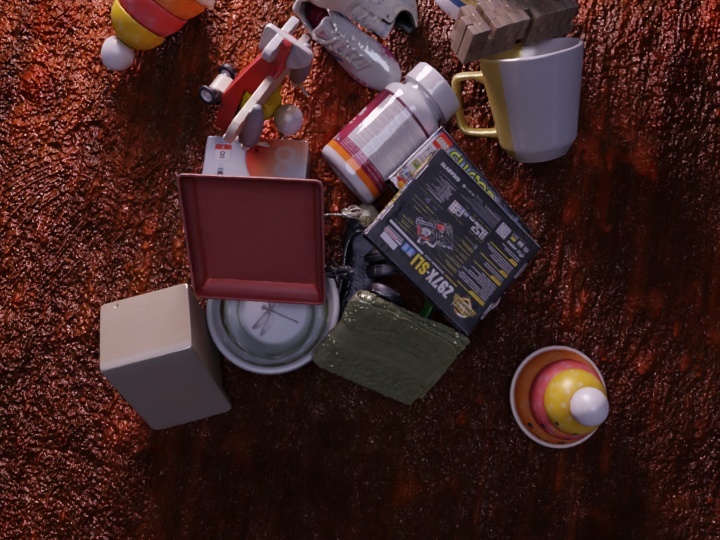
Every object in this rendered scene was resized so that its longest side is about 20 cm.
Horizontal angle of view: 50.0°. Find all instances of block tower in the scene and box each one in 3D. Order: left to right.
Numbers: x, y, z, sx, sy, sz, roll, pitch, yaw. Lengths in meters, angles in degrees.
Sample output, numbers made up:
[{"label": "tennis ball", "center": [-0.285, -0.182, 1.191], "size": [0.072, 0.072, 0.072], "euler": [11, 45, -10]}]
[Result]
[{"label": "block tower", "center": [0.218, -0.353, 1.092], "size": [0.197, 0.058, 0.055], "euler": [-21, 65, -24]}]

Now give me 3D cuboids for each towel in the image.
[{"label": "towel", "center": [0.042, 0.112, 1.090], "size": [0.197, 0.037, 0.149], "euler": [23, 121, -24]}]

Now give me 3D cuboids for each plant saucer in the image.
[{"label": "plant saucer", "center": [-0.144, -0.047, 1.073], "size": [0.194, 0.037, 0.204], "euler": [3, 124, 4]}, {"label": "plant saucer", "center": [-0.127, 0.059, 1.142], "size": [0.195, 0.050, 0.205], "euler": [-1, 68, 1]}]

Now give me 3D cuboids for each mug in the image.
[{"label": "mug", "center": [0.244, -0.248, 1.136], "size": [0.147, 0.186, 0.156], "euler": [-22, 115, -25]}]

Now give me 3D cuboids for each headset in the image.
[{"label": "headset", "center": [0.039, 0.018, 1.104], "size": [0.196, 0.093, 0.127], "euler": [12, 82, -30]}]

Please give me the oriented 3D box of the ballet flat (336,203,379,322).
[{"label": "ballet flat", "center": [0.000, 0.000, 1.154], "size": [0.065, 0.057, 0.205], "euler": [8, 85, 1]}]

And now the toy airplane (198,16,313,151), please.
[{"label": "toy airplane", "center": [-0.127, -0.263, 1.118], "size": [0.200, 0.199, 0.141], "euler": [-43, 109, 1]}]

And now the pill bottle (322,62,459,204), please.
[{"label": "pill bottle", "center": [0.046, -0.204, 1.143], "size": [0.200, 0.110, 0.110], "euler": [-44, 85, -2]}]

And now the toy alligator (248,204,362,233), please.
[{"label": "toy alligator", "center": [-0.095, -0.072, 1.111], "size": [0.195, 0.060, 0.055], "euler": [6, 129, 1]}]

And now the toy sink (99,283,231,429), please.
[{"label": "toy sink", "center": [-0.274, 0.126, 1.113], "size": [0.127, 0.202, 0.114], "euler": [-14, 55, 1]}]

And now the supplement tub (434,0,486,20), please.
[{"label": "supplement tub", "center": [0.197, -0.464, 1.101], "size": [0.142, 0.201, 0.147], "euler": [16, 46, -18]}]

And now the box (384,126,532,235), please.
[{"label": "box", "center": [0.140, -0.091, 1.101], "size": [0.110, 0.035, 0.200], "euler": [-43, 95, -7]}]

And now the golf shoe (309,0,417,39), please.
[{"label": "golf shoe", "center": [0.014, -0.391, 1.136], "size": [0.197, 0.078, 0.099], "euler": [-16, 84, -37]}]

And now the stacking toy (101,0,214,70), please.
[{"label": "stacking toy", "center": [-0.330, -0.390, 1.173], "size": [0.146, 0.146, 0.200], "euler": [46, 105, 5]}]

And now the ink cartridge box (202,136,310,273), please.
[{"label": "ink cartridge box", "center": [-0.161, -0.099, 1.151], "size": [0.158, 0.050, 0.205], "euler": [3, 69, 2]}]

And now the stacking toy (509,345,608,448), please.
[{"label": "stacking toy", "center": [0.289, 0.178, 1.059], "size": [0.142, 0.200, 0.150], "euler": [0, 84, 2]}]

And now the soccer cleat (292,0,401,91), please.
[{"label": "soccer cleat", "center": [-0.025, -0.340, 1.164], "size": [0.200, 0.086, 0.070], "euler": [44, 114, 8]}]

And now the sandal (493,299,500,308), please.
[{"label": "sandal", "center": [0.139, -0.030, 1.152], "size": [0.078, 0.059, 0.210], "euler": [-29, 85, -1]}]

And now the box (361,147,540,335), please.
[{"label": "box", "center": [0.124, -0.039, 1.056], "size": [0.200, 0.049, 0.160], "euler": [42, 86, -5]}]
